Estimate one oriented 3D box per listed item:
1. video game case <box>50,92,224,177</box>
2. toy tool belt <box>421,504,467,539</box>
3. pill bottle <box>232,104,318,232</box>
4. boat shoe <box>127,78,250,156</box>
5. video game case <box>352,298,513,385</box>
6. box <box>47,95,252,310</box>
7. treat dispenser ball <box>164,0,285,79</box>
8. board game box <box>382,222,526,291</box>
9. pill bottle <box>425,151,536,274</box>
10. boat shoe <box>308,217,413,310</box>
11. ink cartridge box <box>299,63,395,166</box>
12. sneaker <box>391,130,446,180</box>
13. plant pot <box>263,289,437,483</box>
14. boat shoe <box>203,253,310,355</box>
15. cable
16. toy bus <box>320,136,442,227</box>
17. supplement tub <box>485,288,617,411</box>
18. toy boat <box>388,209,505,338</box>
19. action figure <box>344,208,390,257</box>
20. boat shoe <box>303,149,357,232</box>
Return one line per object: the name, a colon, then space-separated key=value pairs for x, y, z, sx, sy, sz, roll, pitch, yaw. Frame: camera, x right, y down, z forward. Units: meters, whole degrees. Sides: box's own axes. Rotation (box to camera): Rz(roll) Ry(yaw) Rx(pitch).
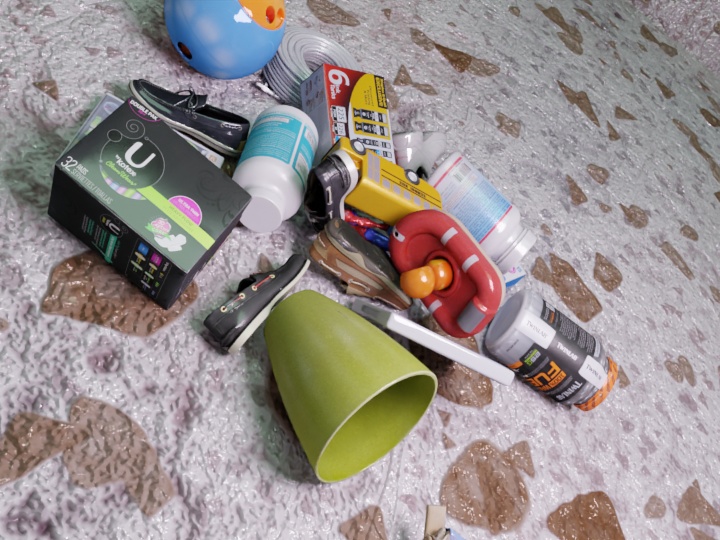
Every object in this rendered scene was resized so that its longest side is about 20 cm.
video game case: x=-0.309 y=-0.150 z=1.068 sx=0.197 sy=0.023 sz=0.184 roll=28 pitch=44 yaw=-14
toy tool belt: x=0.147 y=0.377 z=0.898 sx=0.198 sy=0.125 sz=0.124 roll=33 pitch=51 yaw=-9
pill bottle: x=-0.132 y=-0.152 z=1.135 sx=0.109 sy=0.111 sz=0.203 roll=26 pitch=44 yaw=-15
boat shoe: x=-0.258 y=-0.246 z=1.145 sx=0.197 sy=0.063 sz=0.075 roll=26 pitch=27 yaw=-19
video game case: x=0.097 y=0.098 z=1.061 sx=0.197 sy=0.182 sz=0.024 roll=27 pitch=87 yaw=-16
box: x=-0.267 y=-0.082 z=0.948 sx=0.199 sy=0.124 sz=0.150 roll=39 pitch=54 yaw=-5
treat dispenser ball: x=-0.220 y=-0.418 z=1.221 sx=0.197 sy=0.201 sz=0.204 roll=19 pitch=46 yaw=-21
board game box: x=0.165 y=-0.037 z=1.299 sx=0.198 sy=0.056 sz=0.198 roll=-17 pitch=68 yaw=-43
pill bottle: x=0.193 y=-0.092 z=1.242 sx=0.200 sy=0.109 sz=0.109 roll=44 pitch=42 yaw=3
boat shoe: x=0.000 y=0.000 z=1.137 sx=0.199 sy=0.073 sz=0.076 roll=41 pitch=22 yaw=-31
ink cartridge box: x=-0.002 y=-0.226 z=1.267 sx=0.172 sy=0.083 sz=0.205 roll=1 pitch=76 yaw=-36
sneaker: x=0.108 y=-0.208 z=1.397 sx=0.199 sy=0.076 sz=0.102 roll=-17 pitch=104 yaw=-59
plant pot: x=-0.033 y=0.125 z=0.948 sx=0.185 sy=0.189 sz=0.201 roll=-12 pitch=49 yaw=-41
boat shoe: x=-0.134 y=0.029 z=1.011 sx=0.063 sy=0.074 sz=0.202 roll=42 pitch=44 yaw=-1
cable: x=-0.085 y=-0.365 z=1.375 sx=0.197 sy=0.069 sz=0.202 roll=30 pitch=43 yaw=-12
toy bus: x=0.033 y=-0.125 z=1.157 sx=0.197 sy=0.065 sz=0.080 roll=24 pitch=47 yaw=-28
supplement tub: x=0.312 y=0.133 z=1.218 sx=0.198 sy=0.123 sz=0.123 roll=35 pitch=42 yaw=-5
toy boat: x=0.107 y=0.006 z=1.091 sx=0.129 sy=0.131 sz=0.201 roll=-11 pitch=56 yaw=-45
action figure: x=0.019 y=-0.052 z=1.201 sx=0.198 sy=0.065 sz=0.052 roll=36 pitch=64 yaw=-8
boat shoe: x=-0.056 y=-0.104 z=1.103 sx=0.060 sy=0.200 sz=0.075 roll=-31 pitch=81 yaw=-22
